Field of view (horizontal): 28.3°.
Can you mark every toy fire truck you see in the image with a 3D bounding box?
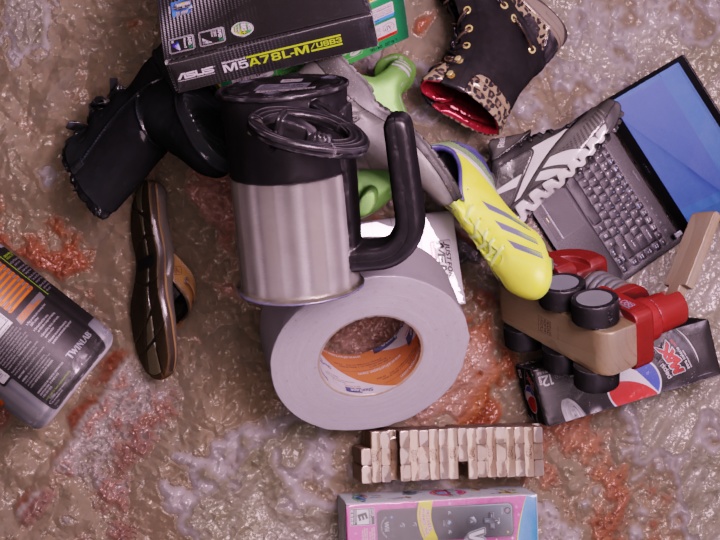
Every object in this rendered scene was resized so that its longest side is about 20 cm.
[{"bbox_3d":[0.261,0.014,1.453,0.200,0.176,0.129,-19,117,-26],"label":"toy fire truck"}]

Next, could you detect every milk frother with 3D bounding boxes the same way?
[{"bbox_3d":[-0.052,-0.060,1.216,0.180,0.200,0.188,3,109,27],"label":"milk frother"}]

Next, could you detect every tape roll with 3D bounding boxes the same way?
[{"bbox_3d":[0.003,0.065,1.409,0.200,0.066,0.200,-7,129,-9],"label":"tape roll"}]

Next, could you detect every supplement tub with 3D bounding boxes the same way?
[{"bbox_3d":[-0.350,0.050,1.378,0.200,0.123,0.123,39,83,-6],"label":"supplement tub"}]

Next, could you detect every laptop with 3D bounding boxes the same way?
[{"bbox_3d":[0.288,-0.092,1.496,0.200,0.103,0.177,-34,93,-9],"label":"laptop"}]

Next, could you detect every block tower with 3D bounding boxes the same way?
[{"bbox_3d":[0.095,0.188,1.480,0.200,0.058,0.054,-2,89,-11],"label":"block tower"}]

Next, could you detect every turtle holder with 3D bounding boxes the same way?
[{"bbox_3d":[-0.020,-0.137,1.433,0.141,0.132,0.186,8,86,-8],"label":"turtle holder"}]

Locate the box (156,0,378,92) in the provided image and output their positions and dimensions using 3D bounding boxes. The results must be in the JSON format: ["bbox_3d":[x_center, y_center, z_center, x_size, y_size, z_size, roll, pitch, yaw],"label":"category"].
[{"bbox_3d":[-0.095,-0.267,1.345,0.193,0.048,0.200,-14,51,3],"label":"box"}]

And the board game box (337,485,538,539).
[{"bbox_3d":[0.081,0.302,1.471,0.200,0.064,0.148,-2,89,-10],"label":"board game box"}]

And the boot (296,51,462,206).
[{"bbox_3d":[-0.011,-0.103,1.345,0.200,0.068,0.131,44,94,-5],"label":"boot"}]

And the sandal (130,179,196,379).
[{"bbox_3d":[-0.196,0.009,1.439,0.055,0.082,0.200,0,81,-31],"label":"sandal"}]

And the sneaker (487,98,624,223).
[{"bbox_3d":[0.180,-0.116,1.475,0.091,0.066,0.200,46,107,1],"label":"sneaker"}]

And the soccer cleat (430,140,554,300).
[{"bbox_3d":[0.119,-0.049,1.411,0.084,0.065,0.200,7,44,-44],"label":"soccer cleat"}]

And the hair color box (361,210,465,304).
[{"bbox_3d":[0.000,0.000,1.468,0.200,0.061,0.099,-8,90,-9],"label":"hair color box"}]

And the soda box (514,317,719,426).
[{"bbox_3d":[0.271,0.105,1.504,0.200,0.071,0.063,-16,94,-9],"label":"soda box"}]

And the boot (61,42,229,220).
[{"bbox_3d":[-0.205,-0.114,1.366,0.162,0.198,0.073,-43,137,16],"label":"boot"}]

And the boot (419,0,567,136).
[{"bbox_3d":[0.104,-0.245,1.471,0.200,0.073,0.151,36,66,-13],"label":"boot"}]

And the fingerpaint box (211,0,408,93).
[{"bbox_3d":[-0.078,-0.264,1.417,0.200,0.073,0.167,-26,55,-10],"label":"fingerpaint box"}]
